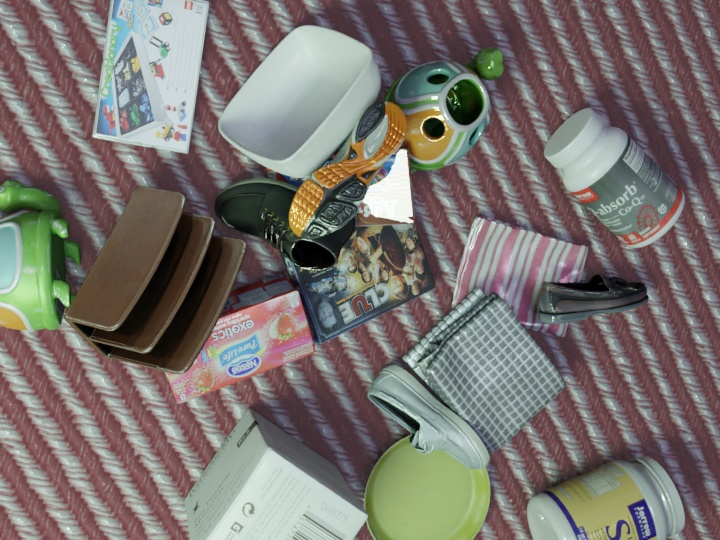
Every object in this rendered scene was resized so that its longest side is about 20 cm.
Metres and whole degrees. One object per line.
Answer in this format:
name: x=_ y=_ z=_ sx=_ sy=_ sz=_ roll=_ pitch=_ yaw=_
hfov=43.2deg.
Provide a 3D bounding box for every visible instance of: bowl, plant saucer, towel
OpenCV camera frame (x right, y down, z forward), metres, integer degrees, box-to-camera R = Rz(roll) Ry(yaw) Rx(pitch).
bowl: x=-0.073 y=-0.214 z=1.191 sx=0.200 sy=0.199 sz=0.075 roll=-51 pitch=135 yaw=-6
plant saucer: x=0.097 y=0.335 z=1.356 sx=0.198 sy=0.031 sz=0.203 roll=-1 pitch=95 yaw=-16
towel: x=0.185 y=0.147 z=1.321 sx=0.165 sy=0.086 sz=0.200 roll=-41 pitch=110 yaw=-3
towel: x=0.242 y=0.011 z=1.365 sx=0.198 sy=0.030 sz=0.148 roll=14 pitch=92 yaw=-16

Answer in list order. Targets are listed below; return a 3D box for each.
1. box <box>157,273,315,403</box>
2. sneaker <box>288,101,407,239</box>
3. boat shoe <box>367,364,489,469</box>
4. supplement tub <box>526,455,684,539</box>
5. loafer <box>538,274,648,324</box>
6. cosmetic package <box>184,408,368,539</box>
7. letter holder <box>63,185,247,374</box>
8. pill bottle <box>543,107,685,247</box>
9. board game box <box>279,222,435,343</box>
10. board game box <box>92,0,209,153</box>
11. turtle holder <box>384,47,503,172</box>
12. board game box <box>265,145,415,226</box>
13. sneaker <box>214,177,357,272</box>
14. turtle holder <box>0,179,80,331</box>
box: x=-0.172 y=0.088 z=1.221 sx=0.198 sy=0.100 sz=0.096 roll=-20 pitch=108 yaw=-13
sneaker: x=-0.014 y=-0.119 z=1.148 sx=0.076 sy=0.092 sz=0.200 roll=41 pitch=87 yaw=-2
boat shoe: x=0.092 y=0.224 z=1.299 sx=0.200 sy=0.070 sz=0.072 roll=41 pitch=63 yaw=7
supplement tub: x=0.368 y=0.375 z=1.372 sx=0.198 sy=0.145 sz=0.147 roll=-20 pitch=100 yaw=-12
loafer: x=0.353 y=0.033 z=1.363 sx=0.198 sy=0.072 sz=0.064 roll=-11 pitch=99 yaw=-26
cosmetic package: x=-0.119 y=0.315 z=1.209 sx=0.164 sy=0.200 sz=0.166 roll=37 pitch=86 yaw=-15
letter holder: x=-0.244 y=0.011 z=1.129 sx=0.141 sy=0.101 sz=0.201 roll=10 pitch=61 yaw=24
pill bottle: x=0.372 y=-0.137 z=1.341 sx=0.200 sy=0.116 sz=0.116 roll=40 pitch=85 yaw=-14
board game box: x=0.000 y=0.000 z=1.276 sx=0.199 sy=0.035 sz=0.137 roll=-25 pitch=102 yaw=-24
board game box: x=-0.276 y=-0.264 z=1.199 sx=0.125 sy=0.035 sz=0.202 roll=8 pitch=93 yaw=-16
turtle holder: x=0.123 y=-0.220 z=1.246 sx=0.184 sy=0.131 sz=0.143 roll=-16 pitch=92 yaw=-28
board game box: x=-0.028 y=-0.110 z=1.229 sx=0.198 sy=0.019 sz=0.104 roll=-2 pitch=110 yaw=15
sneaker: x=-0.111 y=-0.061 z=1.193 sx=0.198 sy=0.107 sz=0.075 roll=6 pitch=126 yaw=12
turtle holder: x=-0.423 y=-0.018 z=1.129 sx=0.130 sy=0.141 sz=0.188 roll=-3 pitch=98 yaw=-10
